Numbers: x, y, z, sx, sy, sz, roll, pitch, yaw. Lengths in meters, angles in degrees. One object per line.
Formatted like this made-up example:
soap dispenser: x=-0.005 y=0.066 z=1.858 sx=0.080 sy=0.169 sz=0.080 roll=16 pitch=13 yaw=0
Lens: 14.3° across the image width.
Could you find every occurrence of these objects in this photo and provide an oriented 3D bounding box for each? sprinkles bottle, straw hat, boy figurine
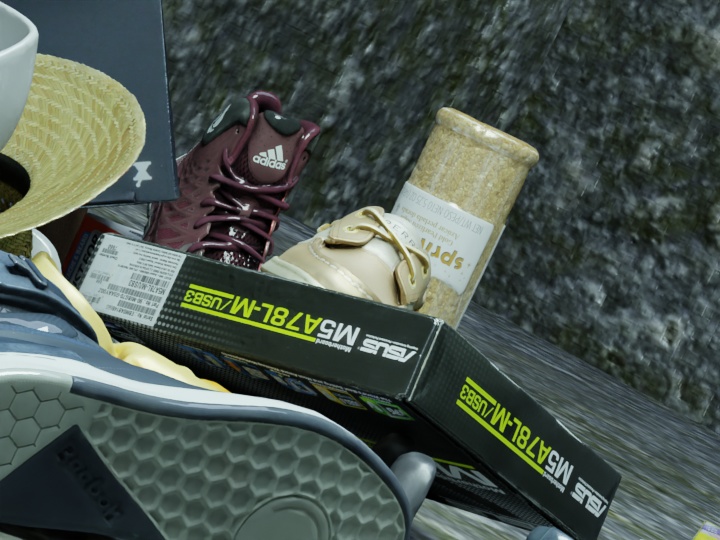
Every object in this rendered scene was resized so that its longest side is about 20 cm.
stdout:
sprinkles bottle: x=0.035 y=0.005 z=1.712 sx=0.068 sy=0.200 sz=0.068 roll=25 pitch=3 yaw=-1
straw hat: x=-0.188 y=-0.020 z=1.255 sx=0.201 sy=0.085 sz=0.201 roll=-2 pitch=30 yaw=1
boy figurine: x=-0.072 y=0.058 z=1.214 sx=0.200 sy=0.065 sz=0.124 roll=29 pitch=3 yaw=-13

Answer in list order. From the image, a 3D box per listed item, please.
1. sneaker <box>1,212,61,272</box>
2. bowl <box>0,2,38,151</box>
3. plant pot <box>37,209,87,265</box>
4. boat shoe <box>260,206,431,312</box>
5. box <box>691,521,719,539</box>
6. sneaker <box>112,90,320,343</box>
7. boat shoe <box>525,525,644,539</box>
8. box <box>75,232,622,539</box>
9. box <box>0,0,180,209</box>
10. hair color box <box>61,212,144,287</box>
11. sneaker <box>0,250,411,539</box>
sneaker: x=-0.233 y=-0.023 z=1.368 sx=0.200 sy=0.075 sz=0.088 roll=32 pitch=-9 yaw=3
bowl: x=-0.253 y=-0.066 z=1.173 sx=0.199 sy=0.075 sz=0.200 roll=-23 pitch=36 yaw=-37
plant pot: x=-0.218 y=-0.116 z=1.700 sx=0.187 sy=0.200 sz=0.187 roll=26 pitch=3 yaw=-1
boat shoe: x=0.000 y=0.000 z=1.441 sx=0.074 sy=0.069 sz=0.200 roll=44 pitch=2 yaw=0
box: x=0.238 y=0.193 z=1.663 sx=0.117 sy=0.048 sz=0.200 roll=26 pitch=5 yaw=10
sneaker: x=-0.070 y=-0.024 z=1.469 sx=0.076 sy=0.116 sz=0.200 roll=24 pitch=36 yaw=-19
boat shoe: x=0.118 y=0.149 z=1.227 sx=0.075 sy=0.062 sz=0.200 roll=26 pitch=2 yaw=41
box: x=-0.006 y=0.056 z=1.331 sx=0.200 sy=0.048 sz=0.193 roll=14 pitch=-18 yaw=35
box: x=-0.206 y=-0.095 z=1.511 sx=0.196 sy=0.118 sz=0.200 roll=-5 pitch=9 yaw=-10
hair color box: x=-0.063 y=0.042 z=1.583 sx=0.200 sy=0.064 sz=0.111 roll=29 pitch=6 yaw=33
sneaker: x=-0.087 y=0.053 z=1.035 sx=0.202 sy=0.077 sz=0.146 roll=23 pitch=7 yaw=-32
